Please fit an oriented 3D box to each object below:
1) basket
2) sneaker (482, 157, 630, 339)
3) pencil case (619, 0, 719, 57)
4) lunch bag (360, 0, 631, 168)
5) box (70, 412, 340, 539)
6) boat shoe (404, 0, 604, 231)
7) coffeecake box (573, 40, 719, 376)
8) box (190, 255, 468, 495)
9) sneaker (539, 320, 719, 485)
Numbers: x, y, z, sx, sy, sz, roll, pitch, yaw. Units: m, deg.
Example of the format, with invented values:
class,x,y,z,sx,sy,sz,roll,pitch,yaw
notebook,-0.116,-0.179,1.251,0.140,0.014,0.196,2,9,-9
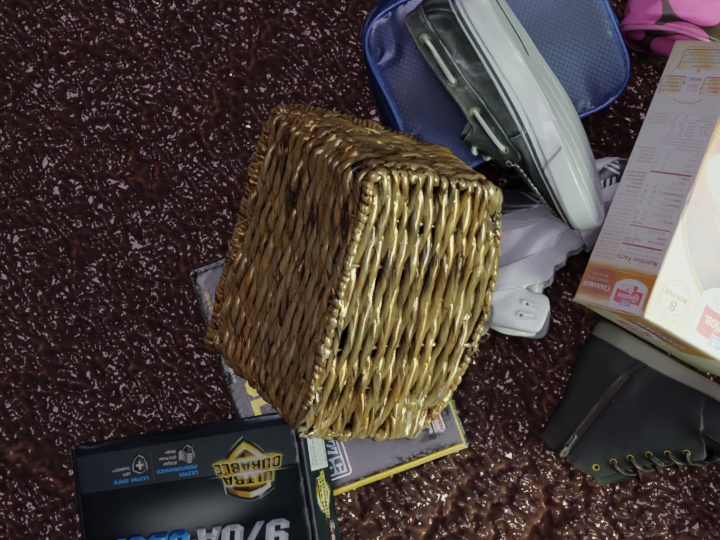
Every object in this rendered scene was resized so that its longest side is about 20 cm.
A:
class,x,y,z,sx,sy,sz,roll,pitch,yaw
basket,0.000,0.000,0.913,0.149,0.142,0.202,35,115,49
sneaker,0.148,-0.013,0.976,0.198,0.075,0.116,-12,81,10
pencil case,0.269,-0.256,0.990,0.093,0.091,0.202,20,87,2
lunch bag,0.101,-0.169,0.970,0.199,0.132,0.137,-23,104,2
box,-0.112,0.193,0.956,0.198,0.046,0.161,-11,85,23
boat shoe,0.100,-0.109,0.889,0.071,0.072,0.201,-24,108,26
coffeecake box,0.259,-0.038,0.924,0.153,0.073,0.201,26,84,-34
box,-0.024,0.067,0.996,0.158,0.049,0.202,-20,80,5
sneaker,0.229,0.128,0.931,0.199,0.075,0.107,32,94,38
